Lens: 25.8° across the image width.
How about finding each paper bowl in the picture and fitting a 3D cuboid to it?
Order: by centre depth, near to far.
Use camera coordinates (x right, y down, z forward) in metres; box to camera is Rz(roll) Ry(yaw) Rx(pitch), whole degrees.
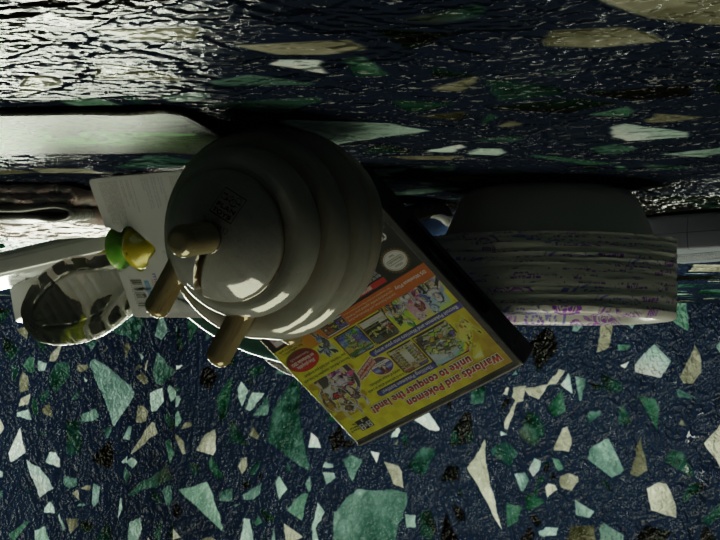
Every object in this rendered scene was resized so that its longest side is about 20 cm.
[{"bbox_3d":[0.147,-0.012,1.226,0.199,0.105,0.201,1,177,0],"label":"paper bowl"}]

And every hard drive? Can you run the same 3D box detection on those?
[{"bbox_3d":[-0.303,-0.012,1.585,0.198,0.026,0.132,-13,176,-1],"label":"hard drive"}]

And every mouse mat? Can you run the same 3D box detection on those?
[{"bbox_3d":[-0.181,-0.082,0.954,0.198,0.008,0.161,1,177,11],"label":"mouse mat"}]

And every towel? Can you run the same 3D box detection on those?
[{"bbox_3d":[-0.304,-0.048,1.337,0.198,0.033,0.191,1,177,8],"label":"towel"}]

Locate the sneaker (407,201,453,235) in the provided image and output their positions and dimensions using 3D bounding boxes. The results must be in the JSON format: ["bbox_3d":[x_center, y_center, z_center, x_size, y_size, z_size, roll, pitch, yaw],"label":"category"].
[{"bbox_3d":[0.000,0.000,1.314,0.199,0.078,0.076,-27,-173,-29],"label":"sneaker"}]

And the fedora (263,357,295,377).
[{"bbox_3d":[-0.060,0.052,1.675,0.199,0.092,0.201,12,141,10],"label":"fedora"}]

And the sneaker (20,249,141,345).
[{"bbox_3d":[-0.201,0.009,1.382,0.199,0.075,0.085,-26,174,5],"label":"sneaker"}]

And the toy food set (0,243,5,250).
[{"bbox_3d":[-0.476,-0.023,1.645,0.199,0.049,0.198,3,176,-30],"label":"toy food set"}]

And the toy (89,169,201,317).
[{"bbox_3d":[-0.104,-0.026,1.161,0.199,0.116,0.047,-3,-159,34],"label":"toy"}]

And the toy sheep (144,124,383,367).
[{"bbox_3d":[-0.055,-0.019,0.916,0.137,0.139,0.200,-1,-172,21],"label":"toy sheep"}]

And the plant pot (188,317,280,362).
[{"bbox_3d":[-0.061,0.015,1.485,0.199,0.143,0.141,8,-179,36],"label":"plant pot"}]

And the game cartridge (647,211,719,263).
[{"bbox_3d":[0.314,-0.029,1.480,0.132,0.042,0.200,8,174,-30],"label":"game cartridge"}]

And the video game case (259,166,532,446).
[{"bbox_3d":[0.003,0.034,1.186,0.200,0.181,0.026,-32,-165,45],"label":"video game case"}]

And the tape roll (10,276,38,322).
[{"bbox_3d":[-0.267,0.019,1.654,0.201,0.037,0.203,-12,175,-1],"label":"tape roll"}]
